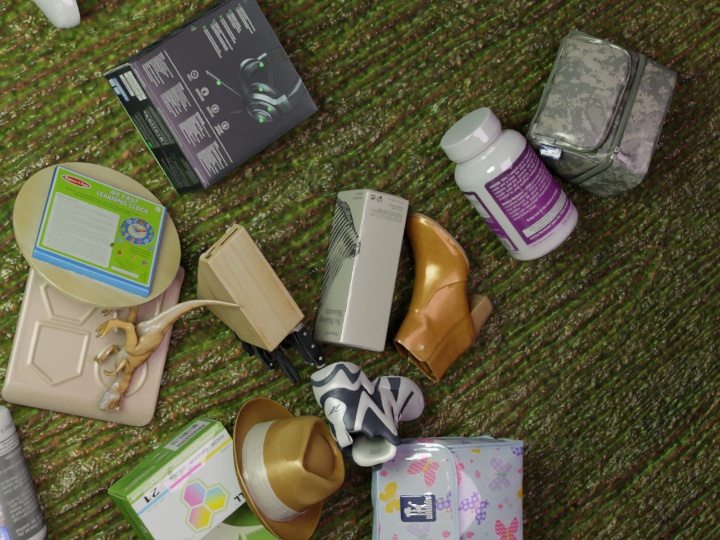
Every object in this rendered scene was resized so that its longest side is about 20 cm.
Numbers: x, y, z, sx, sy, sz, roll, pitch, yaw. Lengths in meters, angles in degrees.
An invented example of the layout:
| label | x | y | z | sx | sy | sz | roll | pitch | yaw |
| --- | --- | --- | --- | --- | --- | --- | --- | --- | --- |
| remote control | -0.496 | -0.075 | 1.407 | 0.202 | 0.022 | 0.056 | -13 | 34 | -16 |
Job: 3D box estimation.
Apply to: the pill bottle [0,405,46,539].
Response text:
| label | x | y | z | sx | sy | sz | roll | pitch | yaw |
| --- | --- | --- | --- | --- | --- | --- | --- | --- | --- |
| pill bottle | -0.412 | 0.260 | 1.487 | 0.113 | 0.114 | 0.201 | -20 | 99 | -28 |

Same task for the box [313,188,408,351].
| label | x | y | z | sx | sy | sz | roll | pitch | yaw |
| --- | --- | --- | --- | --- | --- | --- | --- | --- | --- |
| box | 0.000 | 0.000 | 1.742 | 0.068 | 0.082 | 0.201 | 13 | 82 | -29 |

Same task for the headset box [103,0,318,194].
| label | x | y | z | sx | sy | sz | roll | pitch | yaw |
| --- | --- | --- | --- | --- | --- | --- | --- | --- | --- |
| headset box | -0.173 | -0.219 | 1.636 | 0.200 | 0.093 | 0.174 | -39 | 107 | -24 |

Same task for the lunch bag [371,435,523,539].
| label | x | y | z | sx | sy | sz | roll | pitch | yaw |
| --- | --- | --- | --- | --- | --- | --- | --- | --- | --- |
| lunch bag | 0.110 | 0.306 | 1.779 | 0.199 | 0.127 | 0.170 | 2 | 87 | -23 |

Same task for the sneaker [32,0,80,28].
| label | x | y | z | sx | sy | sz | roll | pitch | yaw |
| --- | --- | --- | --- | --- | --- | --- | --- | --- | --- |
| sneaker | -0.407 | -0.344 | 1.521 | 0.115 | 0.074 | 0.200 | -33 | 95 | -24 |

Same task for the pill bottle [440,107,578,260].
| label | x | y | z | sx | sy | sz | roll | pitch | yaw |
| --- | --- | --- | --- | --- | --- | --- | --- | --- | --- |
| pill bottle | 0.198 | -0.119 | 1.836 | 0.112 | 0.112 | 0.200 | -47 | 112 | -21 |

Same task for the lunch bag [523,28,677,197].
| label | x | y | z | sx | sy | sz | roll | pitch | yaw |
| --- | --- | --- | --- | --- | --- | --- | --- | --- | --- |
| lunch bag | 0.328 | -0.219 | 1.903 | 0.167 | 0.139 | 0.201 | 24 | 77 | -11 |

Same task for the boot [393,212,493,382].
| label | x | y | z | sx | sy | sz | roll | pitch | yaw |
| --- | --- | --- | --- | --- | --- | --- | --- | --- | --- |
| boot | 0.087 | 0.039 | 1.794 | 0.144 | 0.071 | 0.201 | -47 | 116 | -24 |

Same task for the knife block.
| label | x | y | z | sx | sy | sz | roll | pitch | yaw |
| --- | --- | --- | --- | --- | --- | --- | --- | --- | --- |
| knife block | -0.113 | 0.051 | 1.628 | 0.175 | 0.200 | 0.064 | 39 | 68 | 8 |

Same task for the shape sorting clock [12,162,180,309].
| label | x | y | z | sx | sy | sz | roll | pitch | yaw |
| --- | --- | --- | --- | --- | --- | --- | --- | --- | --- |
| shape sorting clock | -0.301 | -0.041 | 1.552 | 0.199 | 0.039 | 0.201 | 17 | 53 | -23 |

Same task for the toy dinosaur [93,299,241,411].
| label | x | y | z | sx | sy | sz | roll | pitch | yaw |
| --- | --- | --- | --- | --- | --- | --- | --- | --- | --- |
| toy dinosaur | -0.248 | 0.073 | 1.575 | 0.200 | 0.060 | 0.106 | -47 | 120 | 5 |

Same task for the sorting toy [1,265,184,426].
| label | x | y | z | sx | sy | sz | roll | pitch | yaw |
| --- | --- | --- | --- | --- | --- | --- | --- | --- | --- |
| sorting toy | -0.313 | 0.071 | 1.593 | 0.185 | 0.036 | 0.201 | 15 | 87 | -29 |

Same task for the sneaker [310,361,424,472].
| label | x | y | z | sx | sy | sz | roll | pitch | yaw |
| --- | --- | --- | --- | --- | --- | --- | --- | --- | --- |
| sneaker | 0.023 | 0.198 | 1.707 | 0.199 | 0.079 | 0.130 | 31 | 40 | -54 |

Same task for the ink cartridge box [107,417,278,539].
| label | x | y | z | sx | sy | sz | roll | pitch | yaw |
| --- | --- | --- | --- | --- | --- | --- | --- | --- | --- |
| ink cartridge box | -0.185 | 0.301 | 1.637 | 0.148 | 0.076 | 0.200 | -39 | 106 | -24 |

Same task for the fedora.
| label | x | y | z | sx | sy | sz | roll | pitch | yaw |
| --- | --- | --- | --- | --- | --- | --- | --- | --- | --- |
| fedora | -0.075 | 0.233 | 1.643 | 0.201 | 0.082 | 0.201 | 48 | 29 | -38 |
